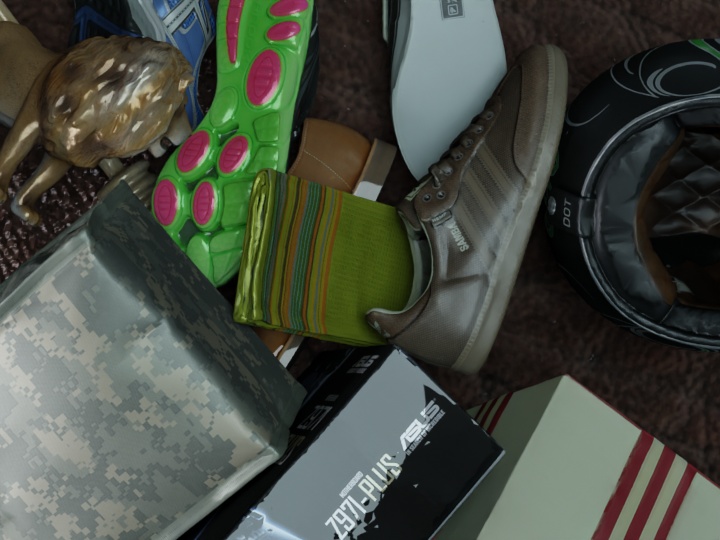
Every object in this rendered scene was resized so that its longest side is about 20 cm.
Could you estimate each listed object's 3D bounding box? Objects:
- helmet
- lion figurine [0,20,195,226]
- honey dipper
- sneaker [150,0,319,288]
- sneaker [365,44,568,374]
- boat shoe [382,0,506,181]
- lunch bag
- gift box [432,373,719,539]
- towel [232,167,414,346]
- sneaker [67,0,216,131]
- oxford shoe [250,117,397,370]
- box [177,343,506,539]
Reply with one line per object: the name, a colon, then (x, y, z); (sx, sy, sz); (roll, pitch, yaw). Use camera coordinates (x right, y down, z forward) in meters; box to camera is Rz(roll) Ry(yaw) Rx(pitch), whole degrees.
helmet: (0.206, -0.045, 1.291); (0.199, 0.191, 0.201); (1, 102, 7)
lion figurine: (-0.184, -0.100, 1.223); (0.200, 0.072, 0.123); (31, 85, 36)
honey dipper: (-0.172, -0.099, 1.292); (0.038, 0.038, 0.200); (-36, 91, -12)
sneaker: (-0.061, -0.078, 1.271); (0.076, 0.084, 0.201); (15, 79, 20)
sneaker: (0.063, -0.045, 1.263); (0.075, 0.070, 0.201); (18, 78, -6)
boat shoe: (0.049, -0.150, 1.322); (0.070, 0.064, 0.201); (-2, 100, -8)
lunch bag: (-0.156, 0.082, 1.196); (0.200, 0.118, 0.164); (-39, 100, 16)
gift box: (0.099, 0.181, 1.233); (0.184, 0.200, 0.187); (34, 68, -7)
towel: (0.000, 0.000, 1.266); (0.200, 0.018, 0.087); (13, 84, -53)
sneaker: (-0.128, -0.167, 1.292); (0.077, 0.075, 0.201); (13, 75, -49)
oxford shoe: (-0.049, 0.002, 1.298); (0.071, 0.071, 0.201); (25, 71, -5)
box: (-0.026, 0.130, 1.224); (0.086, 0.200, 0.164); (44, 80, -7)
